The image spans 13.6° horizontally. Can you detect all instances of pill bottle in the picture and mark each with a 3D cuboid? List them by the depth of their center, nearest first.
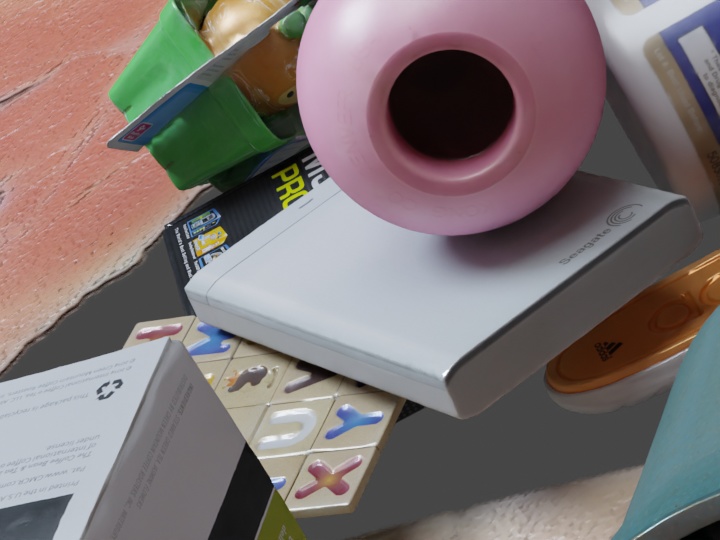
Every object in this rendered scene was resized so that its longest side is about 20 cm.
[{"bbox_3d":[0.198,-0.115,1.278,0.199,0.116,0.116,-29,28,1],"label":"pill bottle"}]

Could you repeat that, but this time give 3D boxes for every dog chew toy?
[{"bbox_3d":[0.038,-0.092,1.245,0.124,0.125,0.200,-24,17,10],"label":"dog chew toy"}]

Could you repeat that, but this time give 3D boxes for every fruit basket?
[{"bbox_3d":[-0.016,-0.117,1.459,0.199,0.094,0.185,-32,-2,16],"label":"fruit basket"}]

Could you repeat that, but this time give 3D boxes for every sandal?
[{"bbox_3d":[0.159,-0.013,1.206,0.206,0.059,0.079,-30,28,1],"label":"sandal"}]

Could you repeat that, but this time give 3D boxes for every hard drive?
[{"bbox_3d":[0.030,-0.003,1.243,0.132,0.027,0.200,-36,28,-23],"label":"hard drive"}]

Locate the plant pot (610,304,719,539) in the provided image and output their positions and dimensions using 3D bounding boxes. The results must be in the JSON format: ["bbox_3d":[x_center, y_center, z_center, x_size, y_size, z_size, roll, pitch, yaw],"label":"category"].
[{"bbox_3d":[0.157,0.098,0.905,0.199,0.201,0.196,-19,21,19],"label":"plant pot"}]

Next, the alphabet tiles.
[{"bbox_3d":[-0.071,0.071,1.250,0.199,0.006,0.167,-8,38,32],"label":"alphabet tiles"}]

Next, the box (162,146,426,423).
[{"bbox_3d":[0.000,0.000,1.353,0.160,0.044,0.200,-29,28,4],"label":"box"}]

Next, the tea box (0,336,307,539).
[{"bbox_3d":[-0.117,0.154,1.045,0.199,0.197,0.134,-13,32,27],"label":"tea box"}]
